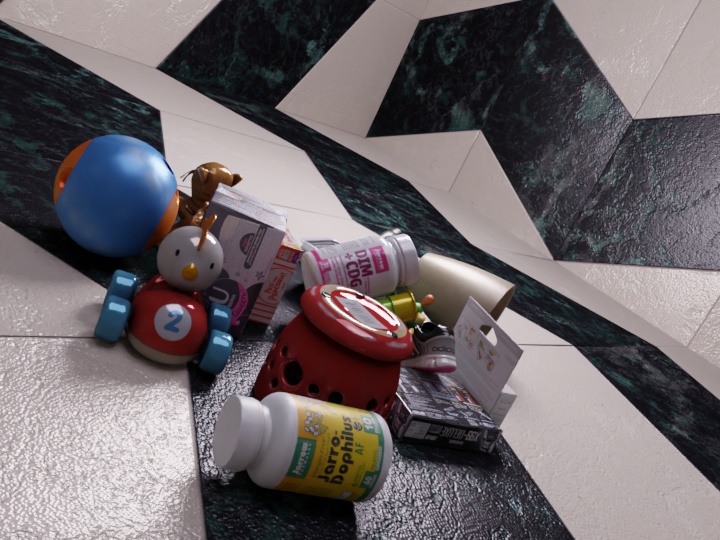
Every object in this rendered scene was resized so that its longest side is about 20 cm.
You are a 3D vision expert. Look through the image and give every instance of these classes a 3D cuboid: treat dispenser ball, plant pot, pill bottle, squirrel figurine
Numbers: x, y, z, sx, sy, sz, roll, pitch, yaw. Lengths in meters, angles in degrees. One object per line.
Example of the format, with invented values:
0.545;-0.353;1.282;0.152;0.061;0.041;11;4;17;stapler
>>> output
-0.403;-0.123;1.243;0.200;0.202;0.201;24;16;-8;treat dispenser ball
0.202;0.056;1.634;0.199;0.188;0.187;35;18;17;plant pot
-0.070;0.210;0.904;0.199;0.113;0.113;18;18;-27;pill bottle
-0.030;0.133;1.084;0.199;0.183;0.201;26;15;-8;plant pot
0.000;0.000;1.376;0.198;0.114;0.113;-14;31;-16;pill bottle
-0.278;-0.098;1.386;0.141;0.188;0.200;13;21;-39;squirrel figurine

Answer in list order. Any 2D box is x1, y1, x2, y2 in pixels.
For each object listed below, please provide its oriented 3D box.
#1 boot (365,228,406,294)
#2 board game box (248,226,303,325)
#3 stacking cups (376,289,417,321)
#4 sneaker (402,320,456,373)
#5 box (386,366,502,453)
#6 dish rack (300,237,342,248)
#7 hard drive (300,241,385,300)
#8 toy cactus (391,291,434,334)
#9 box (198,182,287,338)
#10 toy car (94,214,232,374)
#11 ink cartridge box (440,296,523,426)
0.063;0.010;1.680;0.067;0.202;0.130;-11;10;34;boot
-0.179;-0.018;1.361;0.046;0.152;0.200;17;18;-29;board game box
0.001;0.081;1.350;0.198;0.061;0.061;-10;28;-16;stacking cups
0.113;0.136;1.346;0.073;0.088;0.200;14;-11;-21;sneaker
0.117;0.226;1.250;0.199;0.050;0.158;16;19;-33;box
-0.038;-0.012;1.749;0.199;0.044;0.171;34;19;23;dish rack
-0.034;0.031;1.523;0.199;0.027;0.132;33;-23;20;hard drive
0.089;0.070;1.597;0.200;0.102;0.165;39;0;11;toy cactus
-0.212;-0.016;1.214;0.131;0.201;0.115;22;18;-12;box
-0.252;0.013;1.067;0.183;0.201;0.177;20;17;-18;toy car
0.218;0.170;1.355;0.043;0.175;0.200;17;19;-29;ink cartridge box
